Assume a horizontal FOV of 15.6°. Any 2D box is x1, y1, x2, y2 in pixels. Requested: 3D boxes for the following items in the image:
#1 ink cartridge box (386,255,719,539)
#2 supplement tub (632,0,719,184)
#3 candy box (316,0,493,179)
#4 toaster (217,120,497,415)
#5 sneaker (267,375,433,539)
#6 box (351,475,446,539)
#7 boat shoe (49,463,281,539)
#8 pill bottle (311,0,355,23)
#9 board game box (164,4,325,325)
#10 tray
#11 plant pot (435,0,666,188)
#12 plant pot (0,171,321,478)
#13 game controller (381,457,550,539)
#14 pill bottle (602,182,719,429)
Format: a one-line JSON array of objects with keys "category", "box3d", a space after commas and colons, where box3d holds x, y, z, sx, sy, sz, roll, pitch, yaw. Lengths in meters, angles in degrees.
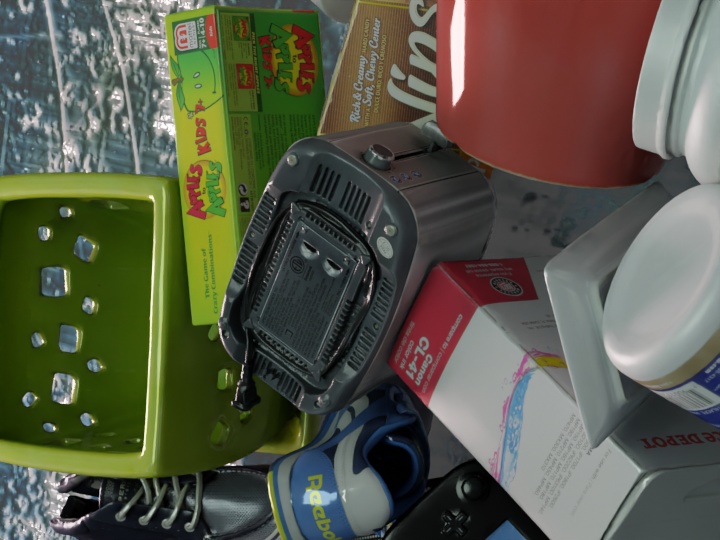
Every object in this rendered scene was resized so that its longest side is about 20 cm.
[{"category": "ink cartridge box", "box3d": [0.135, 0.082, 1.566, 0.200, 0.147, 0.086, 49, 123, 34]}, {"category": "supplement tub", "box3d": [0.260, -0.096, 1.409, 0.200, 0.145, 0.145, 18, 102, 14]}, {"category": "candy box", "box3d": [0.054, -0.162, 1.675, 0.115, 0.055, 0.200, 16, 105, -3]}, {"category": "toaster", "box3d": [0.000, 0.000, 1.625, 0.114, 0.129, 0.200, 35, 122, 23]}, {"category": "sneaker", "box3d": [0.015, 0.116, 1.668, 0.082, 0.200, 0.074, -13, 108, 27]}, {"category": "box", "box3d": [0.057, 0.232, 1.706, 0.200, 0.047, 0.193, -13, 77, 44]}, {"category": "boat shoe", "box3d": [-0.127, 0.164, 1.806, 0.200, 0.093, 0.075, -20, 54, 41]}, {"category": "pill bottle", "box3d": [-0.042, -0.262, 1.773, 0.200, 0.113, 0.113, 49, 120, 33]}, {"category": "board game box", "box3d": [-0.068, -0.068, 1.706, 0.048, 0.102, 0.200, -6, 88, 40]}, {"category": "tray", "box3d": [0.160, 0.021, 1.502, 0.022, 0.200, 0.108, -9, 101, 27]}, {"category": "plant pot", "box3d": [0.131, -0.156, 1.562, 0.200, 0.200, 0.178, 31, 120, 40]}, {"category": "plant pot", "box3d": [-0.135, 0.036, 1.806, 0.199, 0.181, 0.200, 3, 91, 45]}, {"category": "game controller", "box3d": [0.104, 0.213, 1.604, 0.104, 0.042, 0.200, -42, 84, -7]}, {"category": "pill bottle", "box3d": [0.239, 0.046, 1.418, 0.116, 0.200, 0.116, -46, 26, 31]}]
